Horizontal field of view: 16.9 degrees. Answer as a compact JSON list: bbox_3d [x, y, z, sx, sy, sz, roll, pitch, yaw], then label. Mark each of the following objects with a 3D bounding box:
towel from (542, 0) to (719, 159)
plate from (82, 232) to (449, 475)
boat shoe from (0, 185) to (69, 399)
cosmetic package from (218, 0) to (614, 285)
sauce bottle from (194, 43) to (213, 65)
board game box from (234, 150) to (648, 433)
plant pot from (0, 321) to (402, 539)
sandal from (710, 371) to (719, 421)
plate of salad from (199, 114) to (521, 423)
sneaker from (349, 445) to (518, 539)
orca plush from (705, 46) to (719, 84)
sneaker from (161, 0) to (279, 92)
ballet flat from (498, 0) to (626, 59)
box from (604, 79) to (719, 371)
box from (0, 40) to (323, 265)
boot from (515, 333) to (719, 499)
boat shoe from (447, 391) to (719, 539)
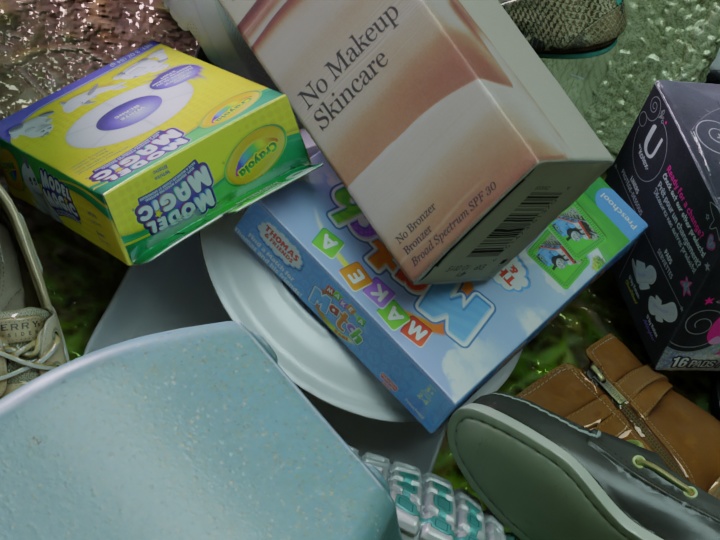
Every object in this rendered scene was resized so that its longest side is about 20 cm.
[{"bbox_3d":[0.159,-0.170,1.473,0.147,0.036,0.201,26,98,0],"label":"towel"},{"bbox_3d":[-0.034,0.029,1.352,0.199,0.032,0.201,25,55,-2],"label":"plate"},{"bbox_3d":[-0.187,0.045,1.272,0.072,0.065,0.201,-4,60,-20],"label":"boat shoe"},{"bbox_3d":[0.025,-0.101,1.259,0.087,0.103,0.201,-3,52,-57],"label":"cosmetic package"},{"bbox_3d":[-0.003,-0.093,1.420,0.198,0.066,0.066,19,54,-8],"label":"sauce bottle"},{"bbox_3d":[0.048,-0.023,1.321,0.151,0.037,0.200,45,49,6],"label":"board game box"},{"bbox_3d":[-0.088,0.139,1.123,0.200,0.197,0.196,-39,75,-8],"label":"plant pot"},{"bbox_3d":[0.263,0.122,1.380,0.075,0.045,0.201,-11,62,-23],"label":"sandal"},{"bbox_3d":[0.000,0.000,1.334,0.199,0.048,0.201,16,52,-21],"label":"plate of salad"},{"bbox_3d":[-0.008,0.142,1.259,0.199,0.092,0.078,23,19,5],"label":"sneaker"},{"bbox_3d":[0.199,-0.166,1.529,0.198,0.106,0.071,5,15,10],"label":"orca plush"},{"bbox_3d":[-0.113,-0.178,1.375,0.074,0.115,0.201,-30,97,-50],"label":"sneaker"},{"bbox_3d":[0.049,-0.147,1.330,0.198,0.076,0.068,-5,26,29],"label":"ballet flat"},{"bbox_3d":[0.255,-0.023,1.403,0.198,0.115,0.133,1,45,-23],"label":"box"},{"bbox_3d":[-0.111,-0.063,1.293,0.117,0.049,0.200,-30,29,-20],"label":"box"},{"bbox_3d":[0.130,0.126,1.315,0.199,0.077,0.155,-33,73,-32],"label":"boot"},{"bbox_3d":[0.136,0.124,1.239,0.201,0.072,0.061,36,51,12],"label":"boat shoe"}]
